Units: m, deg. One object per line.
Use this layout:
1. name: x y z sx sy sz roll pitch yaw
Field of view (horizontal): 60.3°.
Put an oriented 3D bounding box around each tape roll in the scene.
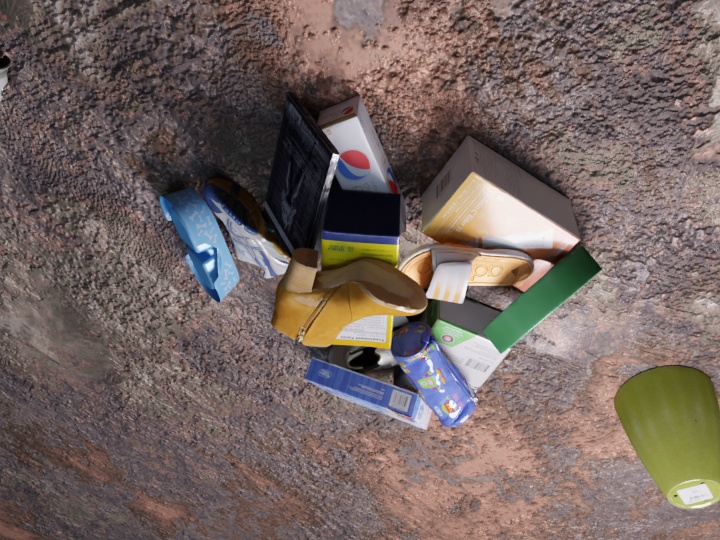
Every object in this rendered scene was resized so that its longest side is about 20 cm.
1. tape roll: 0.278 0.047 0.953 0.048 0.198 0.201 49 127 14

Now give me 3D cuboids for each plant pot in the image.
1. plant pot: 0.583 0.316 1.132 0.181 0.203 0.191 3 131 3

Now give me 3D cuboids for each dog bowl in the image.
1. dog bowl: -0.254 -0.042 0.996 0.049 0.111 0.204 -34 132 -23

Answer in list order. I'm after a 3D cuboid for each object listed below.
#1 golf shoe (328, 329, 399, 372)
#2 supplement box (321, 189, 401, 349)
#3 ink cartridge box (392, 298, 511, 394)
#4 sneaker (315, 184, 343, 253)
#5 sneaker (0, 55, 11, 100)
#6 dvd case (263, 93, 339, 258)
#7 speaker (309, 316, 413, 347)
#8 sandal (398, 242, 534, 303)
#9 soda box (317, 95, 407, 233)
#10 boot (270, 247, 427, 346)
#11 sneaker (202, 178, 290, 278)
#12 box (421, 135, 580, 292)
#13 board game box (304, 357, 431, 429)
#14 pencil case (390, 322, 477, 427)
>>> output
1. golf shoe: -0.005 0.148 1.103 0.197 0.096 0.081 -20 85 43
2. supplement box: 0.000 0.000 0.904 0.105 0.111 0.205 4 126 2
3. ink cartridge box: 0.159 0.149 1.117 0.142 0.085 0.202 21 129 -10
4. sneaker: -0.053 -0.046 0.996 0.112 0.075 0.204 -2 128 19
5. sneaker: -0.589 -0.285 0.847 0.196 0.075 0.089 25 127 -14
6. dvd case: -0.089 -0.121 0.884 0.016 0.150 0.203 -8 136 -32
7. speaker: -0.010 0.074 1.077 0.195 0.082 0.082 -16 127 19
8. sandal: 0.153 0.008 0.874 0.200 0.060 0.081 -2 130 -3
9. soda box: 0.006 -0.143 0.905 0.066 0.065 0.203 -14 126 18
10. boot: -0.020 0.053 0.841 0.195 0.072 0.146 17 132 -3
11. sneaker: -0.186 -0.057 0.992 0.087 0.076 0.200 -30 120 28
12. box: 0.202 -0.080 0.912 0.196 0.099 0.125 27 128 -16
13. board game box: 0.021 0.222 1.102 0.195 0.044 0.199 16 166 19
14. pencil case: 0.128 0.176 1.036 0.085 0.079 0.202 -18 124 30
